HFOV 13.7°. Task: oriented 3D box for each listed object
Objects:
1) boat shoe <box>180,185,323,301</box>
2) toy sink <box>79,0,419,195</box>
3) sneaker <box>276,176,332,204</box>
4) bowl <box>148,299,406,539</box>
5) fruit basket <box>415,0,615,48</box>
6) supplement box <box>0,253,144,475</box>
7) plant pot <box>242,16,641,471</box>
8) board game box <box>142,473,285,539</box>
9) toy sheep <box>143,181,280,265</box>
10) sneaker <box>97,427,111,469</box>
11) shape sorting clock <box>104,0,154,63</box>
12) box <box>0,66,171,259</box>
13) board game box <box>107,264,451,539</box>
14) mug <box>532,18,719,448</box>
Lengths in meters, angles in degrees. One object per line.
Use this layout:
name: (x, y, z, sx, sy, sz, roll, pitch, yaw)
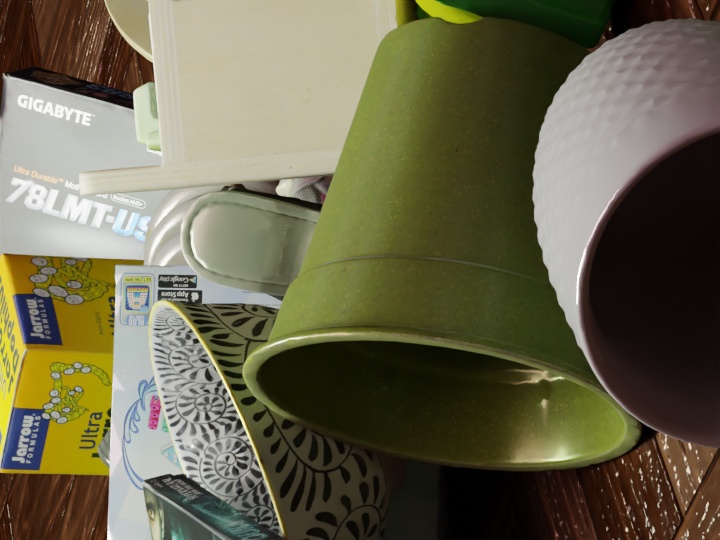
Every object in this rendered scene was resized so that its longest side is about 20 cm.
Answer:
boat shoe: (0.000, 0.000, 1.679, 0.061, 0.200, 0.072, -9, -62, -70)
toy sink: (-0.053, -0.107, 1.701, 0.130, 0.199, 0.113, -8, -87, -72)
sneaker: (-0.028, 0.018, 1.851, 0.081, 0.088, 0.201, -133, 49, -65)
bowl: (-0.034, 0.096, 1.637, 0.201, 0.094, 0.202, 160, 90, -74)
fruit basket: (0.059, -0.199, 1.568, 0.215, 0.155, 0.217, -27, 56, 49)
supplement box: (-0.148, 0.066, 2.027, 0.109, 0.199, 0.110, -112, 30, -50)
plant pot: (0.053, -0.020, 1.508, 0.200, 0.199, 0.191, 138, 144, -64)
board game box: (-0.073, 0.193, 1.621, 0.200, 0.028, 0.136, -163, 64, -70)
toy sheep: (-0.078, -0.012, 1.953, 0.200, 0.137, 0.138, -61, -15, -64)
sneaker: (-0.050, 0.107, 1.796, 0.115, 0.199, 0.076, -64, -12, 7)
shape sorting clock: (-0.062, -0.192, 1.837, 0.039, 0.199, 0.201, 82, 176, -51)
box: (-0.179, -0.029, 2.175, 0.050, 0.199, 0.199, -28, -49, -62)
board game box: (-0.046, 0.098, 1.738, 0.043, 0.199, 0.200, 22, -111, -77)
mug: (0.153, -0.008, 1.272, 0.175, 0.147, 0.201, -109, -2, -64)
